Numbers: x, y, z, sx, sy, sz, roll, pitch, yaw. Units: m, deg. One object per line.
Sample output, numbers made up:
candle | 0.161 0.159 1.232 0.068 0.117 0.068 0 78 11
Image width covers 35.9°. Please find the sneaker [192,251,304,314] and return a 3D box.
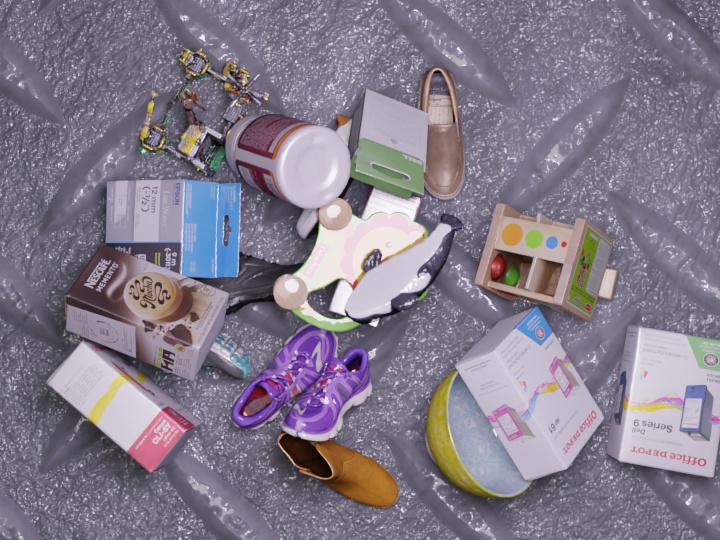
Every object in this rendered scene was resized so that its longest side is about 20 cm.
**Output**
sneaker | -0.162 0.009 1.670 0.199 0.076 0.091 -14 81 -1

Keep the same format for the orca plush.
orca plush | 0.065 0.007 1.532 0.105 0.071 0.200 28 75 32

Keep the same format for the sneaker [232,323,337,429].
sneaker | -0.111 0.162 1.646 0.081 0.083 0.200 42 88 3

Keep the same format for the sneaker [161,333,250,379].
sneaker | -0.260 0.124 1.671 0.199 0.078 0.092 27 97 10

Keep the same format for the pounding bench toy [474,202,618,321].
pounding bench toy | 0.277 -0.005 1.640 0.155 0.200 0.125 14 85 33

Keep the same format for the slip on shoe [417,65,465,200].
slip on shoe | 0.121 -0.208 1.676 0.075 0.061 0.201 1 87 1

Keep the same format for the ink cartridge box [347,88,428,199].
ink cartridge box | 0.037 -0.166 1.585 0.103 0.201 0.059 20 131 -12

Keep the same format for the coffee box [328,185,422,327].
coffee box | 0.022 -0.022 1.645 0.079 0.113 0.201 19 87 2

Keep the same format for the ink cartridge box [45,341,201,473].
ink cartridge box | -0.342 0.195 1.626 0.200 0.145 0.084 39 88 3

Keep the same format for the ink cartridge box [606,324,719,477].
ink cartridge box | 0.455 0.191 1.638 0.144 0.088 0.201 10 89 1

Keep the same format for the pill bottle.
pill bottle | -0.108 -0.159 1.561 0.114 0.200 0.115 -9 108 -29

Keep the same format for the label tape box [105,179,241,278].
label tape box | -0.279 -0.061 1.648 0.199 0.066 0.144 0 87 23

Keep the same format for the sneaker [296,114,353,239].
sneaker | -0.057 -0.144 1.677 0.084 0.073 0.201 29 77 5

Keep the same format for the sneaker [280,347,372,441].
sneaker | -0.050 0.173 1.602 0.080 0.200 0.084 15 122 22

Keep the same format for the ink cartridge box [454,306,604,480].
ink cartridge box | 0.246 0.177 1.596 0.084 0.144 0.201 -25 99 43

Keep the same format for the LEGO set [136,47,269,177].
LEGO set | -0.244 -0.237 1.657 0.154 0.116 0.200 38 88 3

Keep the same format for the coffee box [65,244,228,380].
coffee box | -0.303 0.058 1.576 0.199 0.080 0.113 21 47 2

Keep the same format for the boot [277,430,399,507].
boot | -0.033 0.293 1.615 0.201 0.144 0.071 32 89 2

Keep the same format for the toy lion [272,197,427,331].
toy lion | 0.000 0.000 1.562 0.191 0.069 0.201 31 88 -6

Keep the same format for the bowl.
bowl | 0.158 0.240 1.620 0.107 0.200 0.201 -27 86 42
